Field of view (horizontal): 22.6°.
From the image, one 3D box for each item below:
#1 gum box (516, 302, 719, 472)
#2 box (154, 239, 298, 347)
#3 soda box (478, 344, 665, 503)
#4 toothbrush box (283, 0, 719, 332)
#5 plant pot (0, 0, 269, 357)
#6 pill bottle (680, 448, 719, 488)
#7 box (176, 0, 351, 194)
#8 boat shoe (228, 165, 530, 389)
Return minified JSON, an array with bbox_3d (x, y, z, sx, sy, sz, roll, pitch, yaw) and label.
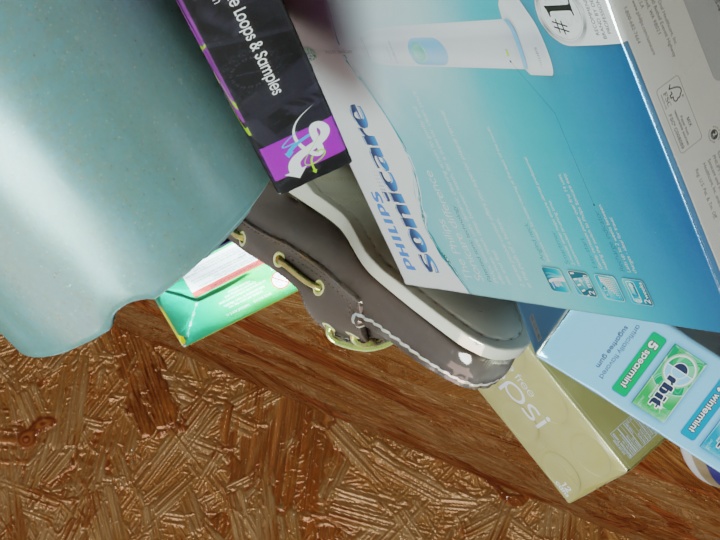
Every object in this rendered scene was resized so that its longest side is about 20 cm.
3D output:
[{"bbox_3d":[0.159,0.045,0.803,0.200,0.045,0.170,32,-167,-11],"label":"gum box"},{"bbox_3d":[-0.050,-0.032,1.057,0.048,0.117,0.200,61,-168,-13],"label":"box"},{"bbox_3d":[0.077,0.015,0.908,0.200,0.064,0.068,52,151,4],"label":"soda box"},{"bbox_3d":[0.073,-0.067,0.678,0.200,0.085,0.147,6,128,55],"label":"toothbrush box"},{"bbox_3d":[-0.150,-0.082,0.777,0.196,0.200,0.200,52,159,-20],"label":"plant pot"},{"bbox_3d":[0.299,0.095,1.077,0.200,0.116,0.116,12,165,45],"label":"pill bottle"},{"bbox_3d":[-0.066,-0.135,0.627,0.200,0.036,0.143,67,177,-56],"label":"box"},{"bbox_3d":[0.000,0.000,0.831,0.072,0.060,0.200,1,-150,-46],"label":"boat shoe"}]
